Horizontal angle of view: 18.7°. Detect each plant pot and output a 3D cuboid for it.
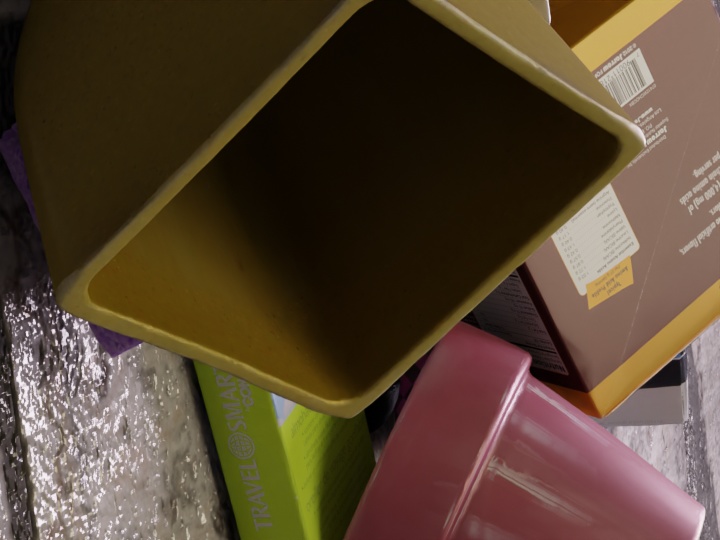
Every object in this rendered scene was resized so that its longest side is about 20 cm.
[{"bbox_3d":[0.091,0.154,1.244,0.201,0.178,0.200,-63,173,-14],"label":"plant pot"},{"bbox_3d":[-0.034,-0.090,0.953,0.195,0.194,0.201,26,28,-47],"label":"plant pot"}]

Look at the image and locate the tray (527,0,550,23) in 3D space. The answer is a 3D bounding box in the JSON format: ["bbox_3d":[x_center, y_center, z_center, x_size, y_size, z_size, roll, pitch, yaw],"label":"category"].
[{"bbox_3d":[0.039,-0.204,1.049,0.200,0.022,0.108,-119,-170,-51],"label":"tray"}]

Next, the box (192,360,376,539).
[{"bbox_3d":[-0.044,0.054,1.185,0.122,0.047,0.202,-55,137,-59],"label":"box"}]

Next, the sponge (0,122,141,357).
[{"bbox_3d":[-0.085,-0.035,1.039,0.112,0.030,0.200,63,28,1],"label":"sponge"}]

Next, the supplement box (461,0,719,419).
[{"bbox_3d":[0.134,-0.055,1.322,0.197,0.132,0.201,-38,114,-22],"label":"supplement box"}]

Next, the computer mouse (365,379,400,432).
[{"bbox_3d":[0.000,0.000,1.327,0.059,0.034,0.202,-33,117,-65],"label":"computer mouse"}]

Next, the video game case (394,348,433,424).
[{"bbox_3d":[0.055,0.020,1.445,0.181,0.035,0.202,6,82,-76],"label":"video game case"}]

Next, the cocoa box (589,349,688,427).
[{"bbox_3d":[0.161,0.002,1.545,0.201,0.132,0.132,-81,165,-58],"label":"cocoa box"}]
